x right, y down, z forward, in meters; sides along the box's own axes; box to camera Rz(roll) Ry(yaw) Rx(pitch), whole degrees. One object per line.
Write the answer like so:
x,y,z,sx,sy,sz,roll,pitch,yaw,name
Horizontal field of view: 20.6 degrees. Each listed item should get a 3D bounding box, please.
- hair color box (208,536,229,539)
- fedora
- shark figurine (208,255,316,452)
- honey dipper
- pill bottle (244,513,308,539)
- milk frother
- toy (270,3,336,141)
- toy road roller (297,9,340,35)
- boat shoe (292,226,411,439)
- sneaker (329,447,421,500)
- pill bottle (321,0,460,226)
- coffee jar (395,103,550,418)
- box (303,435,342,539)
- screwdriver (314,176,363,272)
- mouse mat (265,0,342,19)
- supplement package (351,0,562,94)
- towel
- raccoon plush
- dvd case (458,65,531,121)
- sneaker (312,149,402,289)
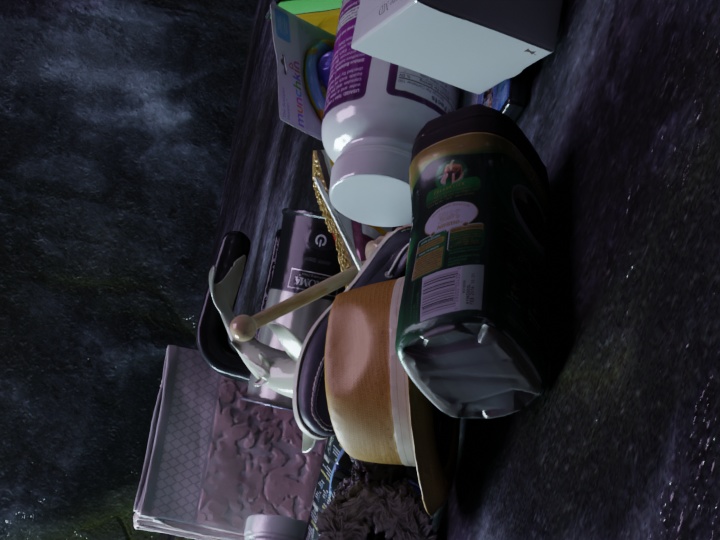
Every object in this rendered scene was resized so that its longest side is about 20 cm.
-0.091,0.230,1.956,0.065,0.108,0.201,105,173,-57,hair color box
0.022,0.073,1.398,0.201,0.081,0.203,-2,-90,-80,fedora
-0.055,0.074,1.763,0.214,0.089,0.129,26,117,39,shark figurine
-0.029,0.013,1.696,0.038,0.199,0.038,40,144,38,honey dipper
-0.087,0.328,1.806,0.111,0.110,0.202,126,155,-67,pill bottle
-0.042,0.045,1.938,0.200,0.179,0.190,18,-96,-58,milk frother
0.004,-0.160,1.755,0.047,0.199,0.116,-23,61,31,toy
0.011,-0.277,1.943,0.123,0.145,0.201,-90,16,-53,toy road roller
0.011,0.048,1.624,0.201,0.073,0.063,-59,22,-19,boat shoe
0.032,0.112,1.552,0.078,0.075,0.201,-78,11,-77,sneaker
0.027,-0.142,1.651,0.112,0.111,0.201,120,162,-60,pill bottle
0.076,-0.010,1.303,0.104,0.085,0.201,52,-148,-39,coffee jar
-0.002,0.187,1.693,0.200,0.043,0.162,-161,84,-81,box
0.000,0.000,1.667,0.029,0.028,0.201,-96,-16,-47,screwdriver
0.021,-0.253,1.735,0.161,0.198,0.008,153,104,-77,mouse mat
0.084,-0.256,1.492,0.121,0.119,0.202,-25,51,63,supplement package
-0.113,0.172,1.932,0.032,0.189,0.201,103,176,-59,towel
0.016,0.201,1.499,0.134,0.096,0.201,102,-170,-62,raccoon plush
0.103,-0.148,1.607,0.200,0.017,0.144,122,158,-62,dvd case
0.021,-0.031,1.791,0.075,0.089,0.201,96,157,-70,sneaker
